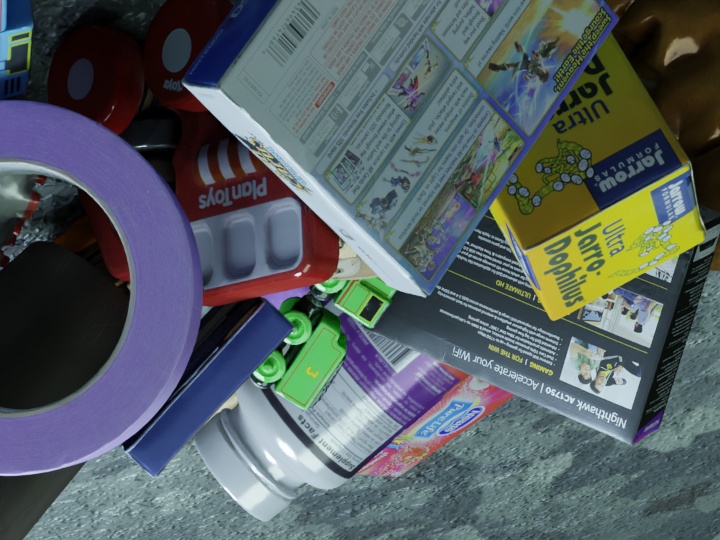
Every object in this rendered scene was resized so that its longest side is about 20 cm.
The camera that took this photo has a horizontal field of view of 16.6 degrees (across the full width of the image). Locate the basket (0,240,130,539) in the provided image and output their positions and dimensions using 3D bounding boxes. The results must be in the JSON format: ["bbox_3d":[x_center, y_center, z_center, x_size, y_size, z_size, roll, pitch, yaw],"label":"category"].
[{"bbox_3d":[-0.222,0.090,1.471,0.200,0.136,0.180,-47,-165,-23],"label":"basket"}]

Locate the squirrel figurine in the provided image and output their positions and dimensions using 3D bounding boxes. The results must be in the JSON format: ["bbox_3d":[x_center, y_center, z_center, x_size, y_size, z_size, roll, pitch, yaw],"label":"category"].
[{"bbox_3d":[0.248,-0.100,1.569,0.199,0.188,0.142,-23,154,9],"label":"squirrel figurine"}]

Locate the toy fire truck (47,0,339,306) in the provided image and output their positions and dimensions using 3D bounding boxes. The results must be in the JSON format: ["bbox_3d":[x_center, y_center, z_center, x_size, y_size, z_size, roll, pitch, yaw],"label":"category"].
[{"bbox_3d":[-0.094,-0.059,1.423,0.199,0.169,0.112,-13,163,41],"label":"toy fire truck"}]

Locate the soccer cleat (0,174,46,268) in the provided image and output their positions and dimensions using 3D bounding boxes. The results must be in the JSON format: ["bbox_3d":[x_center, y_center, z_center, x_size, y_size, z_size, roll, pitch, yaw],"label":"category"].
[{"bbox_3d":[-0.243,-0.039,1.522,0.077,0.070,0.200,22,151,-9],"label":"soccer cleat"}]

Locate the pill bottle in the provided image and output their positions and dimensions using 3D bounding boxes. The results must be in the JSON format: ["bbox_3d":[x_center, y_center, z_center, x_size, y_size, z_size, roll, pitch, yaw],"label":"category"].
[{"bbox_3d":[-0.017,0.083,1.744,0.200,0.112,0.111,-41,150,8],"label":"pill bottle"}]

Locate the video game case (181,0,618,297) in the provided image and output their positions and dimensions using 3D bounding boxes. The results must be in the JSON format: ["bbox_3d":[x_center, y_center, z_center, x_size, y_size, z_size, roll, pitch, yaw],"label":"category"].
[{"bbox_3d":[0.025,-0.120,1.337,0.181,0.045,0.200,44,73,-30],"label":"video game case"}]

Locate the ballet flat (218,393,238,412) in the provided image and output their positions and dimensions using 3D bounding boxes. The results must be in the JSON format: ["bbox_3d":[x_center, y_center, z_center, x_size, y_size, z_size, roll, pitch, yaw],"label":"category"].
[{"bbox_3d":[-0.063,0.060,1.823,0.199,0.069,0.063,-28,139,16],"label":"ballet flat"}]

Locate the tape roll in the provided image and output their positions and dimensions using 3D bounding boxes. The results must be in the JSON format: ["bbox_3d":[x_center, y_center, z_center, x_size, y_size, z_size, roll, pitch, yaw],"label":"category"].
[{"bbox_3d":[-0.187,0.010,1.349,0.199,0.201,0.066,-18,177,-1],"label":"tape roll"}]

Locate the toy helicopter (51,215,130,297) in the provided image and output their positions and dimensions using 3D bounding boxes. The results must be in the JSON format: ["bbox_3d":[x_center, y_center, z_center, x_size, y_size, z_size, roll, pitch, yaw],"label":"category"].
[{"bbox_3d":[-0.227,0.052,1.609,0.200,0.079,0.132,-36,178,-37],"label":"toy helicopter"}]

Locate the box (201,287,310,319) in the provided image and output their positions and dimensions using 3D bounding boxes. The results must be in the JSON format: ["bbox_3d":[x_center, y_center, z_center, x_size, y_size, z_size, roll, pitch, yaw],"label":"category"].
[{"bbox_3d":[-0.033,-0.006,1.667,0.200,0.039,0.137,-42,178,39],"label":"box"}]

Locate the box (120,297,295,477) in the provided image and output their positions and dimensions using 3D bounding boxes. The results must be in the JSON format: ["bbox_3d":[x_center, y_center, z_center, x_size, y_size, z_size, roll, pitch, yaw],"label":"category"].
[{"bbox_3d":[-0.096,0.064,1.486,0.121,0.032,0.200,-47,-174,-2],"label":"box"}]

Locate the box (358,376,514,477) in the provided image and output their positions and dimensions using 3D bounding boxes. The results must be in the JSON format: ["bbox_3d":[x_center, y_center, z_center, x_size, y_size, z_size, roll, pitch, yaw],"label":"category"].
[{"bbox_3d":[0.045,0.070,1.873,0.099,0.096,0.200,9,143,-45],"label":"box"}]

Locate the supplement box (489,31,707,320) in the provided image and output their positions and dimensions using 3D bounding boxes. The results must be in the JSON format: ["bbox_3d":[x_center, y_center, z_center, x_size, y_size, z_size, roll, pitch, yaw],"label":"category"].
[{"bbox_3d":[0.108,-0.093,1.463,0.109,0.201,0.109,-28,153,1],"label":"supplement box"}]

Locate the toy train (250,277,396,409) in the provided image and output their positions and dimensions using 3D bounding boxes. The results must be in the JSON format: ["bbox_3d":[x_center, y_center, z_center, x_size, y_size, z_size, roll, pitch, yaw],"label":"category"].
[{"bbox_3d":[0.000,0.000,1.537,0.056,0.042,0.200,33,106,-8],"label":"toy train"}]

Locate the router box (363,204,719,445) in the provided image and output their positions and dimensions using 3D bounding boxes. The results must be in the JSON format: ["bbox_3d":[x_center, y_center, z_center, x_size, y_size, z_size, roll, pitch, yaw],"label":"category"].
[{"bbox_3d":[0.112,0.001,1.554,0.051,0.199,0.150,-22,131,-61],"label":"router box"}]

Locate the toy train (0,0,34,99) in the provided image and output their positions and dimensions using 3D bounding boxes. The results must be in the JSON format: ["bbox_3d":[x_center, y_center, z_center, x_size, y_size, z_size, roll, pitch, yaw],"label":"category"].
[{"bbox_3d":[-0.227,-0.153,1.279,0.114,0.087,0.200,-18,155,-18],"label":"toy train"}]

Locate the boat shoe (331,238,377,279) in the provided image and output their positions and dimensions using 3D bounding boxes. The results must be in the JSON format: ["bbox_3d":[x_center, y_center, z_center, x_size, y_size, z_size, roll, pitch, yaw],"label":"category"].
[{"bbox_3d":[-0.028,-0.025,1.483,0.199,0.072,0.064,-13,177,23],"label":"boat shoe"}]
